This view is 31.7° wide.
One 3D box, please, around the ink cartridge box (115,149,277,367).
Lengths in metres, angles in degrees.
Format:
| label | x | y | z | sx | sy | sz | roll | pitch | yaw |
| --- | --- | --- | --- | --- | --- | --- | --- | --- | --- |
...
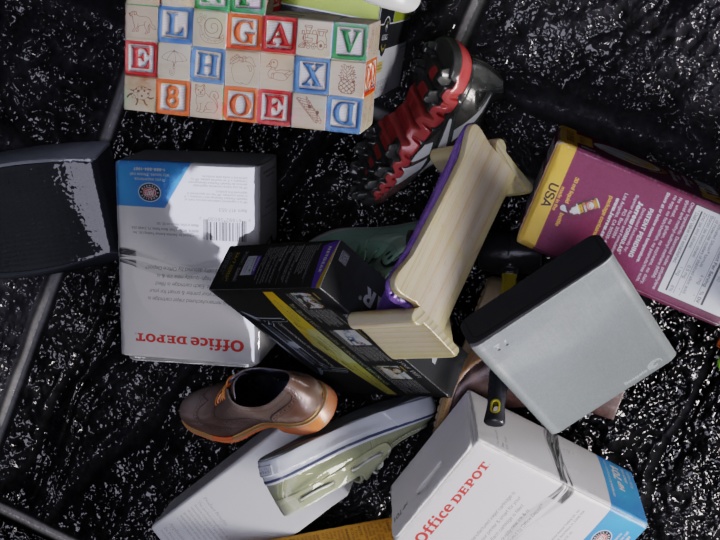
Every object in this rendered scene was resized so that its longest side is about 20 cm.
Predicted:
| label | x | y | z | sx | sy | sz | roll | pitch | yaw |
| --- | --- | --- | --- | --- | --- | --- | --- | --- | --- |
| ink cartridge box | -0.161 | -0.015 | 1.269 | 0.145 | 0.086 | 0.201 | 3 | 105 | 9 |

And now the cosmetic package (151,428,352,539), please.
| label | x | y | z | sx | sy | sz | roll | pitch | yaw |
| --- | --- | --- | --- | --- | --- | --- | --- | --- | --- |
| cosmetic package | -0.111 | 0.240 | 1.329 | 0.200 | 0.074 | 0.102 | -37 | 95 | 14 |

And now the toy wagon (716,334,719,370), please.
| label | x | y | z | sx | sy | sz | roll | pitch | yaw |
| --- | --- | --- | --- | --- | --- | --- | --- | --- | --- |
| toy wagon | 0.364 | 0.026 | 1.155 | 0.039 | 0.155 | 0.200 | 25 | 146 | 14 |

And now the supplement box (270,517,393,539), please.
| label | x | y | z | sx | sy | sz | roll | pitch | yaw |
| --- | --- | --- | --- | --- | --- | --- | --- | --- | --- |
| supplement box | -0.048 | 0.311 | 1.292 | 0.199 | 0.069 | 0.067 | -10 | 133 | -14 |

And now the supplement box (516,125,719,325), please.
| label | x | y | z | sx | sy | sz | roll | pitch | yaw |
| --- | --- | --- | --- | --- | --- | --- | --- | --- | --- |
| supplement box | 0.254 | -0.046 | 1.167 | 0.199 | 0.131 | 0.104 | 23 | 105 | 3 |

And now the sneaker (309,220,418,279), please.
| label | x | y | z | sx | sy | sz | roll | pitch | yaw |
| --- | --- | --- | --- | --- | --- | --- | --- | --- | --- |
| sneaker | 0.000 | 0.000 | 1.228 | 0.199 | 0.118 | 0.074 | -16 | 102 | 14 |

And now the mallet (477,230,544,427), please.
| label | x | y | z | sx | sy | sz | roll | pitch | yaw |
| --- | --- | --- | --- | --- | --- | --- | --- | --- | --- |
| mallet | 0.125 | 0.049 | 1.190 | 0.065 | 0.041 | 0.201 | 10 | 63 | 15 |

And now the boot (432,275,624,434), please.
| label | x | y | z | sx | sy | sz | roll | pitch | yaw |
| --- | --- | --- | --- | --- | --- | --- | --- | --- | --- |
| boot | 0.171 | 0.117 | 1.248 | 0.166 | 0.072 | 0.201 | 22 | 102 | 8 |

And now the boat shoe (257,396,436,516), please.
| label | x | y | z | sx | sy | sz | roll | pitch | yaw |
| --- | --- | --- | --- | --- | --- | --- | --- | --- | --- |
| boat shoe | -0.008 | 0.179 | 1.259 | 0.199 | 0.072 | 0.062 | -21 | 94 | -24 |

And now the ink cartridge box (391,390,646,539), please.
| label | x | y | z | sx | sy | sz | roll | pitch | yaw |
| --- | --- | --- | --- | --- | --- | --- | --- | --- | --- |
| ink cartridge box | 0.149 | 0.228 | 1.228 | 0.199 | 0.086 | 0.147 | 29 | 117 | -15 |

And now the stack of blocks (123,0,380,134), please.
| label | x | y | z | sx | sy | sz | roll | pitch | yaw |
| --- | --- | --- | --- | --- | --- | --- | --- | --- | --- |
| stack of blocks | -0.087 | -0.181 | 1.024 | 0.199 | 0.059 | 0.116 | 8 | 106 | 9 |

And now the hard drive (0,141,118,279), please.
| label | x | y | z | sx | sy | sz | roll | pitch | yaw |
| --- | --- | --- | --- | --- | --- | --- | --- | --- | --- |
| hard drive | -0.345 | -0.058 | 1.314 | 0.199 | 0.042 | 0.136 | -7 | 102 | 12 |

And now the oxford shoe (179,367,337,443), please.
| label | x | y | z | sx | sy | sz | roll | pitch | yaw |
| --- | --- | --- | --- | --- | --- | --- | --- | --- | --- |
| oxford shoe | -0.118 | 0.125 | 1.273 | 0.199 | 0.072 | 0.073 | -12 | 142 | 37 |

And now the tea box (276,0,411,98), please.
| label | x | y | z | sx | sy | sz | roll | pitch | yaw |
| --- | --- | --- | --- | --- | --- | --- | --- | --- | --- |
| tea box | -0.024 | -0.263 | 1.128 | 0.133 | 0.200 | 0.198 | 13 | 104 | 7 |

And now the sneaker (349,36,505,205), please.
| label | x | y | z | sx | sy | sz | roll | pitch | yaw |
| --- | --- | --- | --- | --- | --- | --- | --- | --- | --- |
| sneaker | 0.066 | -0.129 | 1.206 | 0.097 | 0.071 | 0.201 | 11 | 134 | -32 |

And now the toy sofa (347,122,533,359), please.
| label | x | y | z | sx | sy | sz | roll | pitch | yaw |
| --- | --- | --- | --- | --- | --- | --- | --- | --- | --- |
| toy sofa | 0.063 | -0.028 | 1.106 | 0.083 | 0.201 | 0.098 | -6 | 139 | 47 |

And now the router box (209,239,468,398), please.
| label | x | y | z | sx | sy | sz | roll | pitch | yaw |
| --- | --- | --- | --- | --- | --- | --- | --- | --- | --- |
| router box | -0.020 | 0.048 | 1.189 | 0.157 | 0.052 | 0.200 | -1 | 146 | 45 |

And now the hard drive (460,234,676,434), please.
| label | x | y | z | sx | sy | sz | roll | pitch | yaw |
| --- | --- | --- | --- | --- | --- | --- | --- | --- | --- |
| hard drive | 0.187 | 0.062 | 1.114 | 0.139 | 0.200 | 0.033 | -34 | 51 | 9 |

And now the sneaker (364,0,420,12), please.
| label | x | y | z | sx | sy | sz | roll | pitch | yaw |
| --- | --- | --- | --- | --- | --- | --- | --- | --- | --- |
| sneaker | -0.022 | -0.287 | 0.980 | 0.199 | 0.076 | 0.105 | 33 | 105 | 2 |
